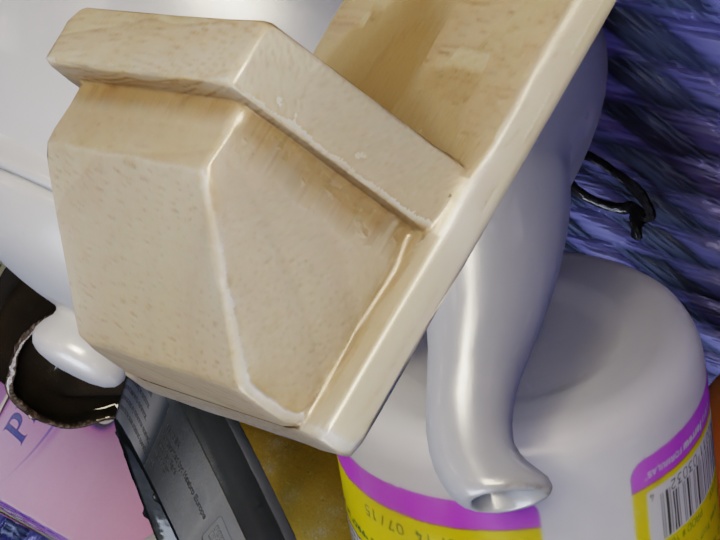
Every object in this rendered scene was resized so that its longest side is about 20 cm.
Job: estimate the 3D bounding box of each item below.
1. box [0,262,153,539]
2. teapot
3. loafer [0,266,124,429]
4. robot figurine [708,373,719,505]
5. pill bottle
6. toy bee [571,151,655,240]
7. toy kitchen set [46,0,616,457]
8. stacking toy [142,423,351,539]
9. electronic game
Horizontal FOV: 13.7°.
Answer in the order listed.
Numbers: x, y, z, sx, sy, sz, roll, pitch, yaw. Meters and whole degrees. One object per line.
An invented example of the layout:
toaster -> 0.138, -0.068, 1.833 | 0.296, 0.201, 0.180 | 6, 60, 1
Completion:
box -> -0.118, 0.012, 1.214 | 0.097, 0.176, 0.200 | 34, 170, -28
teapot -> -0.045, -0.039, 0.782 | 0.197, 0.146, 0.200 | 33, 172, -22
loafer -> -0.037, 0.006, 0.911 | 0.200, 0.071, 0.073 | -28, 143, 30
robot figurine -> 0.175, 0.089, 0.912 | 0.200, 0.144, 0.117 | 27, 142, 16
pill bottle -> 0.054, 0.102, 0.858 | 0.104, 0.104, 0.200 | 22, 132, 40
toy bee -> 0.000, 0.000, 0.994 | 0.131, 0.109, 0.200 | 32, 171, -6
toy kitchen set -> -0.047, -0.092, 0.423 | 0.180, 0.163, 0.200 | 34, 170, -27
stacking toy -> -0.014, 0.080, 1.097 | 0.146, 0.200, 0.146 | 37, 147, 29
electronic game -> -0.020, 0.110, 0.850 | 0.200, 0.042, 0.200 | 156, 90, -83
